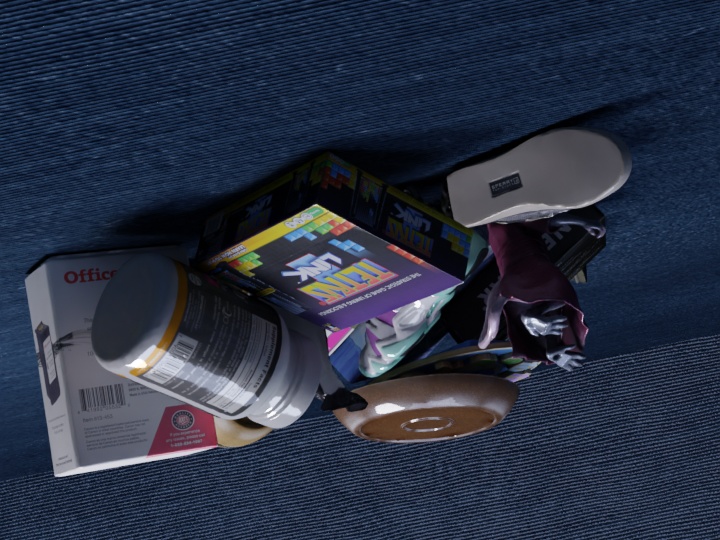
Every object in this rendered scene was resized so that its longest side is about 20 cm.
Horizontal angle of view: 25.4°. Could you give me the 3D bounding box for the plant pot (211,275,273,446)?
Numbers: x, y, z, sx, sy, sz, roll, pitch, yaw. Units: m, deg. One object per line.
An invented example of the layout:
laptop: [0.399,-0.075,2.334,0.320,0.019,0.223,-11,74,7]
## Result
plant pot: [-0.114,0.087,1.684,0.027,0.201,0.200,4,180,34]

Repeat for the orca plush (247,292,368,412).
orca plush: [-0.059,0.070,1.622,0.105,0.200,0.071,-32,157,-25]

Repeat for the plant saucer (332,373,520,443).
plant saucer: [0.069,0.148,1.672,0.199,0.032,0.200,-4,160,-1]

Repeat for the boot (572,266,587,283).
boot: [0.174,0.000,1.948,0.199,0.073,0.182,-6,169,6]

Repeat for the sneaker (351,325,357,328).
sneaker: [0.000,0.000,1.700,0.090,0.067,0.200,23,147,2]

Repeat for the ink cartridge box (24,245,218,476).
ink cartridge box: [-0.232,0.086,1.543,0.144,0.201,0.084,-6,172,-29]

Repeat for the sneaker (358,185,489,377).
sneaker: [0.022,0.000,1.551,0.200,0.140,0.078,-53,171,31]

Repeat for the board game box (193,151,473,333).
board game box: [-0.027,-0.019,1.419,0.165,0.057,0.200,27,150,-27]

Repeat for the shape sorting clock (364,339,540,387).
shape sorting clock: [0.098,0.114,1.689,0.199,0.039,0.200,-15,166,-4]

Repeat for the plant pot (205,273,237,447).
plant pot: [-0.217,0.092,1.742,0.199,0.187,0.186,1,179,35]

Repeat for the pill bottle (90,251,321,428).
pill bottle: [-0.139,0.070,1.473,0.200,0.117,0.116,28,146,-37]

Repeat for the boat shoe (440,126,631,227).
boat shoe: [0.174,-0.087,1.447,0.199,0.075,0.093,-10,180,41]

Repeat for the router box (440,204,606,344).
router box: [0.179,0.009,1.721,0.200,0.051,0.149,-44,166,-2]

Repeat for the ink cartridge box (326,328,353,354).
ink cartridge box: [-0.025,0.074,1.908,0.095,0.037,0.200,-48,178,-47]

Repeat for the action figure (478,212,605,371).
action figure: [0.154,0.001,1.543,0.148,0.201,0.134,-2,142,-19]

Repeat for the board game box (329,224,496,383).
board game box: [0.078,0.029,1.695,0.199,0.043,0.200,-49,165,17]
